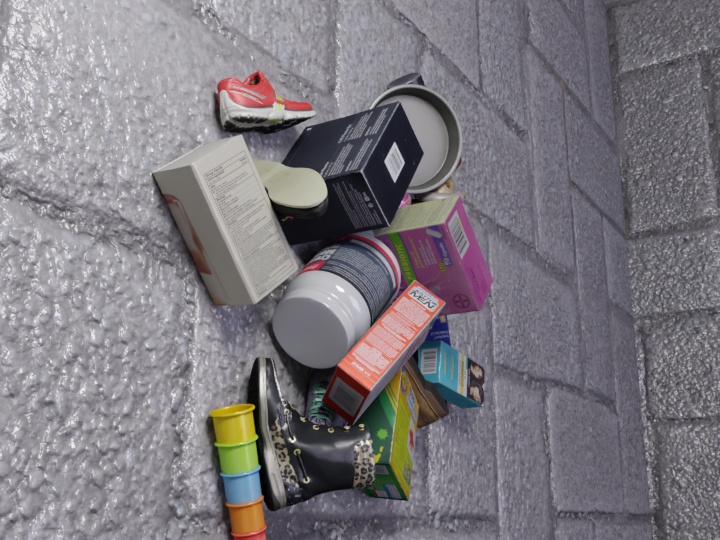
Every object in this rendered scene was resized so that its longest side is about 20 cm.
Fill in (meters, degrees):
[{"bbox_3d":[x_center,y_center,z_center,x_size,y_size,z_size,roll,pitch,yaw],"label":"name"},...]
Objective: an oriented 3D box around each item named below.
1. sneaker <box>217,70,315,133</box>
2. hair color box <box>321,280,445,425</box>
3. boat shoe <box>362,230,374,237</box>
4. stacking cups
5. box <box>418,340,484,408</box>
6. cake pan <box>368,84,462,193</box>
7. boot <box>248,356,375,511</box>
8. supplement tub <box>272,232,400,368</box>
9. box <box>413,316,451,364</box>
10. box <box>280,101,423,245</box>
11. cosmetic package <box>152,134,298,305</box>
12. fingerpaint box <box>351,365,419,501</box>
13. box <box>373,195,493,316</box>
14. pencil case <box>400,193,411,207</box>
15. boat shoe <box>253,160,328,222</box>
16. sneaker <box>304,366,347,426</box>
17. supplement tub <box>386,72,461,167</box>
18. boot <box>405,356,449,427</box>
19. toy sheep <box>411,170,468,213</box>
[{"bbox_3d":[-0.137,-0.254,1.256,0.200,0.077,0.085,-12,87,-60],"label":"sneaker"},{"bbox_3d":[0.034,0.118,1.229,0.064,0.111,0.200,37,53,12],"label":"hair color box"},{"bbox_3d":[0.000,0.000,1.416,0.069,0.057,0.200,-27,126,-26],"label":"boat shoe"},{"bbox_3d":[-0.149,0.277,1.096,0.060,0.060,0.201,-15,95,-59],"label":"stacking cups"},{"bbox_3d":[0.174,0.201,1.605,0.200,0.049,0.083,33,55,-52],"label":"box"},{"bbox_3d":[0.092,-0.242,1.564,0.200,0.037,0.201,0,91,-18],"label":"cake pan"},{"bbox_3d":[-0.068,0.213,1.150,0.153,0.073,0.204,-4,73,-19],"label":"boot"},{"bbox_3d":[-0.034,0.042,1.275,0.200,0.140,0.141,-51,124,-53],"label":"supplement tub"},{"bbox_3d":[0.143,0.177,1.639,0.121,0.032,0.201,-1,83,-59],"label":"box"},{"bbox_3d":[-0.023,-0.151,1.308,0.104,0.182,0.200,61,36,-31],"label":"box"},{"bbox_3d":[-0.175,-0.063,1.112,0.103,0.087,0.200,-39,117,-43],"label":"cosmetic package"},{"bbox_3d":[0.038,0.256,1.346,0.200,0.073,0.167,69,26,-58],"label":"fingerpaint box"},{"bbox_3d":[0.100,-0.015,1.455,0.176,0.200,0.097,66,34,-24],"label":"box"},{"bbox_3d":[0.089,-0.044,1.557,0.200,0.086,0.083,64,31,-22],"label":"pencil case"},{"bbox_3d":[-0.102,-0.103,1.164,0.074,0.201,0.063,-35,122,-24],"label":"boat shoe"},{"bbox_3d":[-0.049,0.210,1.239,0.088,0.074,0.200,91,5,-64],"label":"sneaker"},{"bbox_3d":[0.119,-0.282,1.658,0.200,0.107,0.107,65,34,-24],"label":"supplement tub"},{"bbox_3d":[0.071,0.187,1.484,0.200,0.075,0.074,57,14,-1],"label":"boot"},{"bbox_3d":[0.148,-0.094,1.634,0.138,0.138,0.201,-16,111,-59],"label":"toy sheep"}]
